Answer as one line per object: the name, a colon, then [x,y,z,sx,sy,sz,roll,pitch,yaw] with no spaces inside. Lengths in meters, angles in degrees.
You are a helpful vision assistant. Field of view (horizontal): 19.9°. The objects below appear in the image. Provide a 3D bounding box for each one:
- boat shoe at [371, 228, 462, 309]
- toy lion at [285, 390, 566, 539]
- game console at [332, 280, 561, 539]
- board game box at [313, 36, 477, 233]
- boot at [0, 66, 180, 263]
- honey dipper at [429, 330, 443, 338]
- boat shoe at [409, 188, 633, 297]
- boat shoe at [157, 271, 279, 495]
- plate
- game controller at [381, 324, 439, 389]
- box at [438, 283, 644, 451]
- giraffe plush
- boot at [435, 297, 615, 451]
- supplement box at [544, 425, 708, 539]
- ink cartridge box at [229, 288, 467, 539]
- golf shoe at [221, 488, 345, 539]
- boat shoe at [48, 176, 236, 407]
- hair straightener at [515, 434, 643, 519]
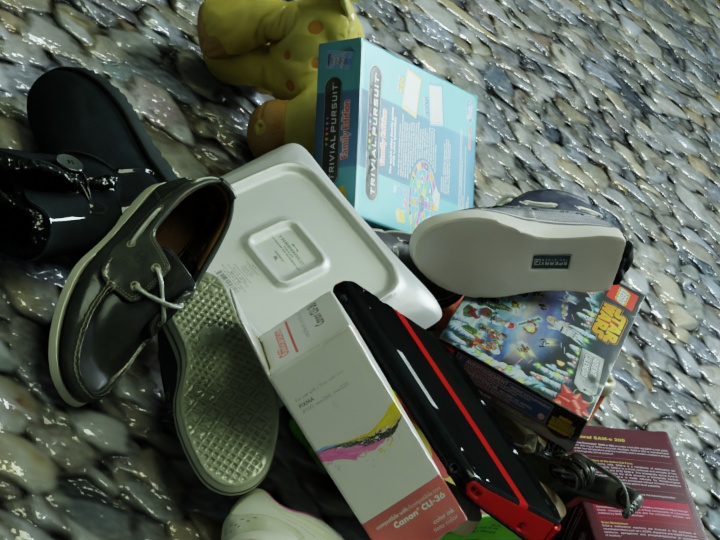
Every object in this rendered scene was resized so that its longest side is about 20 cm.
boat shoe: [0.000,0.000,1.670,0.198,0.073,0.063,11,3,-16]
toy lion: [0.039,0.146,1.584,0.199,0.069,0.192,6,36,-53]
game console: [0.063,0.107,1.494,0.201,0.031,0.177,56,13,32]
board game box: [0.032,-0.100,1.774,0.199,0.047,0.153,18,71,-56]
boot: [-0.231,-0.083,1.502,0.167,0.077,0.200,-1,42,-50]
honey dipper: [0.053,0.054,1.693,0.199,0.038,0.038,-4,50,-42]
boat shoe: [0.121,-0.028,1.705,0.198,0.075,0.093,6,25,-24]
boat shoe: [-0.102,0.085,1.435,0.074,0.063,0.201,-6,42,-15]
plate: [-0.061,-0.006,1.584,0.199,0.032,0.200,-26,67,-35]
game controller: [0.026,0.053,1.738,0.104,0.042,0.201,-3,49,-39]
box: [0.147,0.051,1.703,0.136,0.040,0.200,29,36,4]
giraffe plush: [-0.047,-0.156,1.837,0.172,0.199,0.164,17,64,-51]
boot: [0.133,0.062,1.796,0.200,0.107,0.075,46,26,8]
supplement box: [0.222,0.216,1.700,0.108,0.061,0.201,7,37,-15]
ink cartridge box: [-0.011,0.090,1.408,0.201,0.067,0.117,58,-1,-14]
golf shoe: [-0.009,0.211,1.383,0.199,0.075,0.092,34,23,-23]
boat shoe: [-0.150,0.009,1.415,0.072,0.067,0.201,57,46,-31]
hair straightener: [0.157,0.165,1.629,0.077,0.041,0.200,34,-7,-21]
